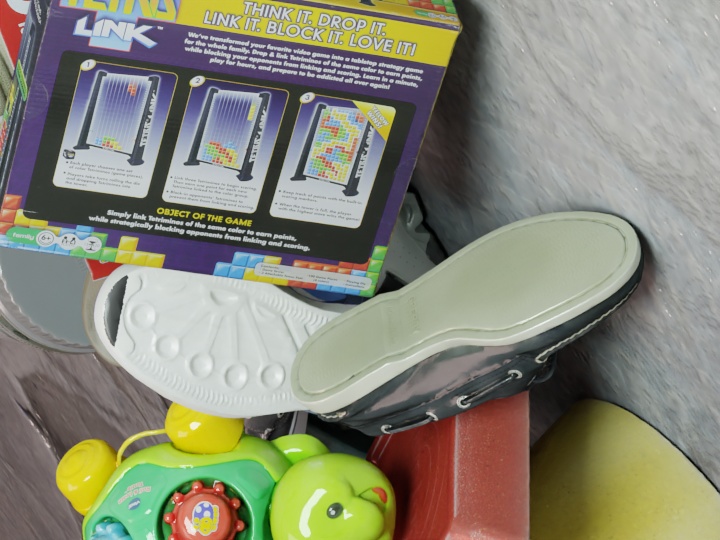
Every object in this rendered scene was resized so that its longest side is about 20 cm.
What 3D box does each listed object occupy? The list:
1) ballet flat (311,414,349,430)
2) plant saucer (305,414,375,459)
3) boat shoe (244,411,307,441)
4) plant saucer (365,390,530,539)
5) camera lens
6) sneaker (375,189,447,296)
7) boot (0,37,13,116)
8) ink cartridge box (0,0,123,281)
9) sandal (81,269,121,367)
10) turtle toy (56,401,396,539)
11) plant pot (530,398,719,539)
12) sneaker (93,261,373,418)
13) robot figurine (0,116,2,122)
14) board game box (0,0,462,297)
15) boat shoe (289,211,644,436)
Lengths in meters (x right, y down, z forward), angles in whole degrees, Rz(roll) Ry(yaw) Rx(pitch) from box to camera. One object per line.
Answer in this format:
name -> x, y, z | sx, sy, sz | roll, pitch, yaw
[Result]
ballet flat -> 0.011, 0.062, 1.844 | 0.064, 0.068, 0.200 | 30, 166, -9
plant saucer -> -0.039, 0.104, 1.955 | 0.199, 0.036, 0.200 | 31, -175, -3
boat shoe -> -0.061, 0.057, 1.809 | 0.070, 0.066, 0.201 | 34, 110, 27
plant saucer -> 0.039, 0.119, 1.586 | 0.200, 0.037, 0.200 | 115, 163, -47
camera lens -> -0.213, -0.025, 2.095 | 0.160, 0.160, 0.200 | 60, 163, -14
sneaker -> 0.000, 0.000, 1.693 | 0.074, 0.088, 0.200 | 22, 144, 60
boot -> -0.219, -0.202, 1.794 | 0.072, 0.154, 0.201 | 20, 141, 62
ink cartridge box -> -0.088, -0.119, 1.519 | 0.084, 0.175, 0.201 | -112, 4, -52
sandal -> -0.118, -0.009, 1.884 | 0.080, 0.054, 0.200 | 52, 126, 4
turtle toy -> -0.068, 0.144, 1.609 | 0.146, 0.199, 0.101 | 48, -151, -30
plant pot -> 0.122, 0.191, 1.618 | 0.200, 0.142, 0.200 | 49, 162, 22
sneaker -> -0.072, 0.031, 1.589 | 0.146, 0.199, 0.081 | 15, 94, 61
robot figurine -> -0.248, -0.161, 2.018 | 0.200, 0.113, 0.170 | 26, 107, 58
board game box -> -0.070, -0.079, 1.460 | 0.057, 0.199, 0.166 | -106, 29, -54
boat shoe -> 0.063, 0.035, 1.491 | 0.066, 0.199, 0.075 | 45, -152, -37
